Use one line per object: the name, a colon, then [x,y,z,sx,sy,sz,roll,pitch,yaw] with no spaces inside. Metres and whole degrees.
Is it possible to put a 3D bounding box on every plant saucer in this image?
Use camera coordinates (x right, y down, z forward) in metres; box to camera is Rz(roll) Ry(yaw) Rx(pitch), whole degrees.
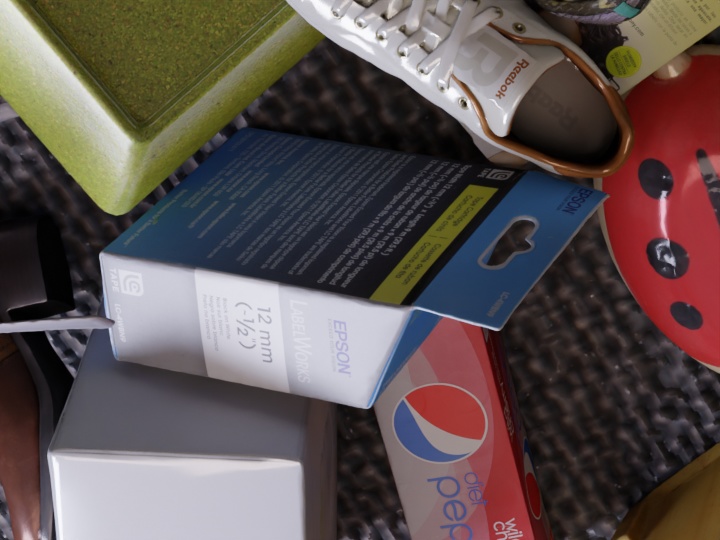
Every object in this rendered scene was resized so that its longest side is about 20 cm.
plant saucer: [-0.096,-0.155,0.935,0.200,0.048,0.200,-42,111,-5]

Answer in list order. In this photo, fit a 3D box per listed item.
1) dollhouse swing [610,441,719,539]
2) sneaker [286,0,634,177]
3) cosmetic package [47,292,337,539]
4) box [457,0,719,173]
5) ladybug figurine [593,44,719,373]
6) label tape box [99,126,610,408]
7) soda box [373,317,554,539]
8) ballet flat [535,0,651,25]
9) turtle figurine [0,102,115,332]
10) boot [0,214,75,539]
dollhouse swing: [0.245,0.147,1.053,0.200,0.176,0.182,-40,109,23]
sneaker: [0.043,-0.109,0.914,0.200,0.085,0.073,32,96,-13]
cosmetic package: [-0.076,0.119,1.051,0.123,0.200,0.200,2,121,4]
box: [0.124,-0.133,0.976,0.200,0.050,0.075,-37,110,22]
ladybug figurine: [0.188,-0.020,1.022,0.135,0.072,0.200,-25,115,18]
label tape box: [0.000,0.000,0.975,0.199,0.143,0.066,11,123,23]
soda box: [0.051,0.092,1.103,0.070,0.063,0.200,-10,118,11]
ballet flat: [0.055,-0.187,0.910,0.200,0.072,0.072,47,115,0]
turtle figurine: [-0.246,-0.008,0.951,0.193,0.144,0.200,8,152,-35]
boot: [-0.243,0.077,1.072,0.199,0.068,0.189,-14,81,11]
